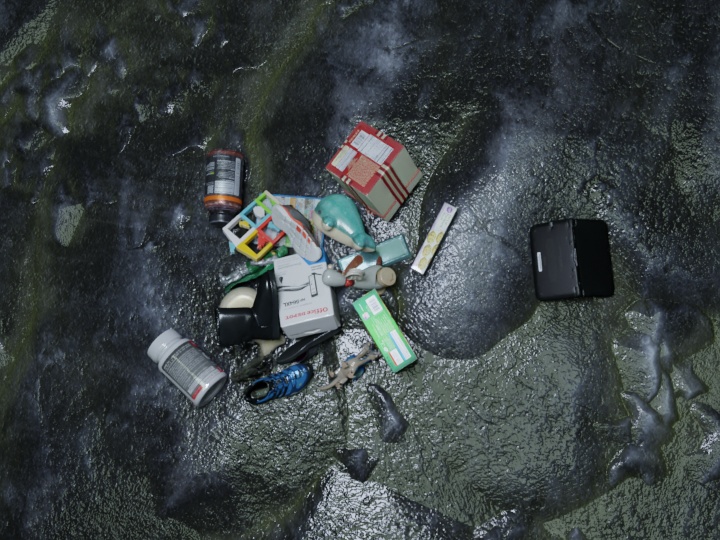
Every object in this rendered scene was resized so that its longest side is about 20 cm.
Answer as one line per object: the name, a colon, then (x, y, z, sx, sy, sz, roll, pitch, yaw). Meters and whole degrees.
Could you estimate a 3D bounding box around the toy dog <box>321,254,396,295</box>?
toy dog: (0.000, 0.000, 1.628, 0.131, 0.199, 0.098, -23, 62, 38)

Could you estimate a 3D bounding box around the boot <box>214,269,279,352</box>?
boot: (-0.289, 0.102, 1.597, 0.160, 0.073, 0.201, -5, 106, -13)

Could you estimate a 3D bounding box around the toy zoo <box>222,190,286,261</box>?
toy zoo: (-0.278, -0.112, 1.703, 0.131, 0.021, 0.200, 39, 67, 11)

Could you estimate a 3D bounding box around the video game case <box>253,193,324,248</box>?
video game case: (-0.193, -0.135, 1.751, 0.197, 0.018, 0.145, 5, 81, 8)

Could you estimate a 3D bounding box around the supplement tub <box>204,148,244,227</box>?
supplement tub: (-0.377, -0.225, 1.743, 0.105, 0.107, 0.203, 1, 82, 7)

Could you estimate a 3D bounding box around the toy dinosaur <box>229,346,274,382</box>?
toy dinosaur: (-0.272, 0.249, 1.652, 0.200, 0.087, 0.048, -46, 61, 41)

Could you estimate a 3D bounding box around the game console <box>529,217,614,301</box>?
game console: (0.548, -0.026, 1.641, 0.174, 0.116, 0.203, -10, 78, 36)

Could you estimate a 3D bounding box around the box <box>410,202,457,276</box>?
box: (0.196, -0.083, 1.682, 0.041, 0.039, 0.202, 28, 86, 9)

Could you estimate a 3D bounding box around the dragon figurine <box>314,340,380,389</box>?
dragon figurine: (-0.029, 0.259, 1.644, 0.059, 0.099, 0.200, 51, 123, 12)

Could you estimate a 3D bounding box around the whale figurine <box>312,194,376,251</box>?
whale figurine: (-0.034, -0.126, 1.643, 0.200, 0.158, 0.105, 40, 110, 35)

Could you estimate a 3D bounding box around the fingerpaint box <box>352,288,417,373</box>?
fingerpaint box: (0.064, 0.159, 1.597, 0.073, 0.167, 0.201, -31, 80, 0)

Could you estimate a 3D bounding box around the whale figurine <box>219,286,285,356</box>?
whale figurine: (-0.289, 0.135, 1.693, 0.159, 0.104, 0.200, -43, 103, -2)

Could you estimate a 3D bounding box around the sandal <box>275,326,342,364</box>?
sandal: (-0.131, 0.204, 1.666, 0.199, 0.075, 0.048, -30, 103, 1)

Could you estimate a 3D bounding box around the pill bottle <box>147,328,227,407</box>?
pill bottle: (-0.461, 0.255, 1.675, 0.199, 0.114, 0.114, 40, 88, 11)

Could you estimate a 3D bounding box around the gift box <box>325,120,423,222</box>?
gift box: (0.036, -0.266, 1.662, 0.185, 0.187, 0.200, -48, 59, 0)

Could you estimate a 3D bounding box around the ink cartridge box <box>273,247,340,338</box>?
ink cartridge box: (-0.141, 0.060, 1.653, 0.144, 0.085, 0.202, -14, 61, 4)

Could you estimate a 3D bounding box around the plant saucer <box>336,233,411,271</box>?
plant saucer: (0.036, -0.034, 1.706, 0.198, 0.019, 0.071, -21, 80, 3)

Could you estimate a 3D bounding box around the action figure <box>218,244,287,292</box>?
action figure: (-0.287, -0.014, 1.709, 0.198, 0.118, 0.055, -28, 116, -7)

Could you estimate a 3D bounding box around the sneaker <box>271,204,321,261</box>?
sneaker: (-0.152, -0.111, 1.663, 0.081, 0.077, 0.200, -21, 62, -41)

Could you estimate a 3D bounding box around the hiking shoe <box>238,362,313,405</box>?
hiking shoe: (-0.214, 0.303, 1.650, 0.198, 0.087, 0.075, -27, 79, 2)
